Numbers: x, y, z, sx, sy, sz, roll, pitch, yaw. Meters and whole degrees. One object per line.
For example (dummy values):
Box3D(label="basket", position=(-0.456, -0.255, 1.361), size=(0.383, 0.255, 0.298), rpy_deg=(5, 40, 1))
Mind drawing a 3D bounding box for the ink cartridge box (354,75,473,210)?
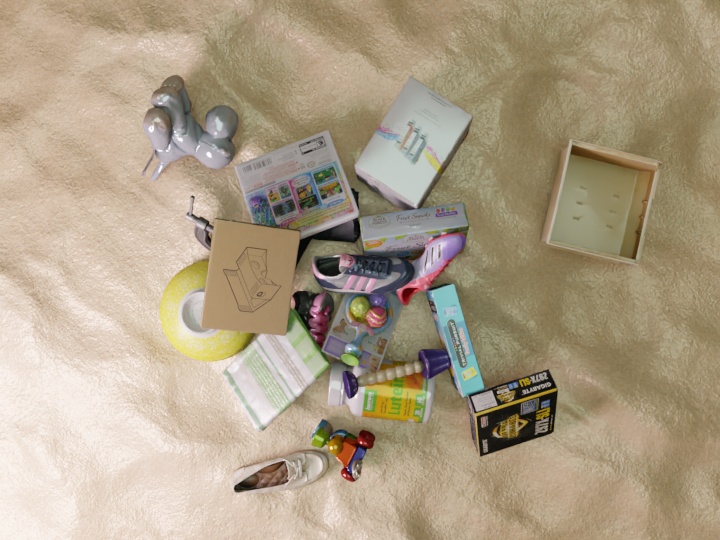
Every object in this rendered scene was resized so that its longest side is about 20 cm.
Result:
Box3D(label="ink cartridge box", position=(0.099, -0.229, 1.564), size=(0.144, 0.145, 0.201), rpy_deg=(33, 88, 4))

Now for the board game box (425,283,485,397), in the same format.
Box3D(label="board game box", position=(0.177, 0.128, 1.563), size=(0.046, 0.151, 0.203), rpy_deg=(-17, 89, 0))

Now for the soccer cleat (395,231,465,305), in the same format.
Box3D(label="soccer cleat", position=(0.132, -0.005, 1.546), size=(0.066, 0.199, 0.078), rpy_deg=(8, 60, -37))

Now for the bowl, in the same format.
Box3D(label="bowl", position=(-0.297, 0.080, 1.581), size=(0.197, 0.108, 0.204), rpy_deg=(0, 90, 0))

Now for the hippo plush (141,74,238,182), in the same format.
Box3D(label="hippo plush", position=(-0.316, -0.256, 1.558), size=(0.158, 0.159, 0.203), rpy_deg=(14, 89, 0))

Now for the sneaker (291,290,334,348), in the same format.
Box3D(label="sneaker", position=(-0.119, 0.132, 1.609), size=(0.094, 0.079, 0.203), rpy_deg=(15, 88, 21))

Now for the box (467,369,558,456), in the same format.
Box3D(label="box", position=(0.285, 0.270, 1.545), size=(0.157, 0.201, 0.050), rpy_deg=(-18, 55, -3))

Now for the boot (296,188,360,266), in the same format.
Box3D(label="boot", position=(-0.085, -0.065, 1.599), size=(0.165, 0.076, 0.204), rpy_deg=(4, 83, 3))

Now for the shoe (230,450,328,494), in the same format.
Box3D(label="shoe", position=(-0.157, 0.400, 1.604), size=(0.197, 0.053, 0.071), rpy_deg=(-13, 90, -1))

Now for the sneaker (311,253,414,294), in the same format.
Box3D(label="sneaker", position=(0.000, 0.000, 1.544), size=(0.197, 0.082, 0.071), rpy_deg=(-6, 59, 20))

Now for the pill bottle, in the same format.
Box3D(label="pill bottle", position=(0.039, 0.227, 1.580), size=(0.197, 0.111, 0.113), rpy_deg=(6, 89, 0))

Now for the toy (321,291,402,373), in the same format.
Box3D(label="toy", position=(0.014, 0.087, 1.568), size=(0.114, 0.047, 0.202), rpy_deg=(24, 60, -1))

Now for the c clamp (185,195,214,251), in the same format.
Box3D(label="c clamp", position=(-0.250, -0.047, 1.558), size=(0.199, 0.171, 0.027), rpy_deg=(33, 65, -6))

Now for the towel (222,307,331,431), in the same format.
Box3D(label="towel", position=(-0.160, 0.189, 1.574), size=(0.200, 0.031, 0.150), rpy_deg=(-43, 68, 14))

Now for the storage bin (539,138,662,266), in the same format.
Box3D(label="storage bin", position=(0.468, -0.126, 1.598), size=(0.195, 0.094, 0.203), rpy_deg=(13, 89, 0))

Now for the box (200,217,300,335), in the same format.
Box3D(label="box", position=(-0.201, 0.014, 1.514), size=(0.161, 0.021, 0.203), rpy_deg=(7, 99, -16))

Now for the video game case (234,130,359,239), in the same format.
Box3D(label="video game case", position=(-0.122, -0.152, 1.571), size=(0.197, 0.024, 0.184), rpy_deg=(-20, 75, 0))

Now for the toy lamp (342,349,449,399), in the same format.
Box3D(label="toy lamp", position=(0.067, 0.185, 1.508), size=(0.197, 0.058, 0.059), rpy_deg=(-12, 89, -14))

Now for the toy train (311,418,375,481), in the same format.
Box3D(label="toy train", position=(-0.042, 0.332, 1.536), size=(0.115, 0.200, 0.086), rpy_deg=(27, 89, 4))

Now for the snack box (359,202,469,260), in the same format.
Box3D(label="snack box", position=(0.101, -0.067, 1.566), size=(0.197, 0.143, 0.054), rpy_deg=(-9, 69, -1))
